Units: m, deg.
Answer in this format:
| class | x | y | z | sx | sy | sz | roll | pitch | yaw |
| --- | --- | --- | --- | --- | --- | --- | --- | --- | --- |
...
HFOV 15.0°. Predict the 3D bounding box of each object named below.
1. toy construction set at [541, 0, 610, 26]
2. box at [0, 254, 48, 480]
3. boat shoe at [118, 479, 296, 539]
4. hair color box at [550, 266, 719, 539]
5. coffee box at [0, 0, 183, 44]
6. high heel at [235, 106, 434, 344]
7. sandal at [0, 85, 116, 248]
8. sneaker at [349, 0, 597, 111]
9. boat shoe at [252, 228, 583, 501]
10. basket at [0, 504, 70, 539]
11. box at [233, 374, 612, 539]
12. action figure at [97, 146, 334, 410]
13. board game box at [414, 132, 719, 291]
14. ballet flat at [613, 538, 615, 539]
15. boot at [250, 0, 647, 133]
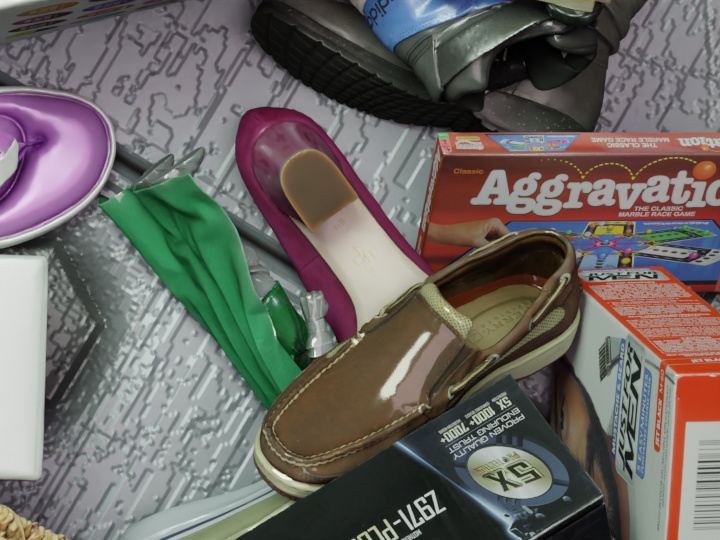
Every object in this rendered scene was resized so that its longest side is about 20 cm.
| class | x | y | z | sx | sy | sz | roll | pitch | yaw |
| --- | --- | --- | --- | --- | --- | --- | --- | --- | --- |
| toy construction set | 0.081 | -0.194 | 1.316 | 0.200 | 0.092 | 0.131 | 7 | 63 | 19 |
| box | -0.256 | 0.044 | 1.322 | 0.200 | 0.152 | 0.107 | 2 | 88 | -10 |
| boat shoe | -0.029 | 0.138 | 1.384 | 0.200 | 0.062 | 0.072 | -23 | 135 | 8 |
| hair color box | 0.150 | 0.075 | 1.365 | 0.064 | 0.200 | 0.111 | -1 | 104 | -10 |
| coffee box | -0.123 | -0.230 | 1.329 | 0.197 | 0.200 | 0.200 | -14 | 92 | -10 |
| high heel | 0.000 | 0.000 | 1.435 | 0.067 | 0.096 | 0.200 | -29 | 115 | -7 |
| sandal | -0.222 | -0.048 | 1.383 | 0.202 | 0.050 | 0.083 | -8 | 91 | -11 |
| sneaker | 0.100 | -0.153 | 1.382 | 0.200 | 0.077 | 0.111 | -30 | 75 | -19 |
| boat shoe | 0.029 | 0.037 | 1.342 | 0.075 | 0.075 | 0.202 | 39 | 54 | 24 |
| basket | -0.206 | 0.196 | 1.258 | 0.200 | 0.143 | 0.149 | 29 | 43 | -21 |
| box | 0.040 | 0.170 | 1.350 | 0.164 | 0.200 | 0.086 | -30 | 57 | -11 |
| action figure | -0.047 | 0.030 | 1.399 | 0.055 | 0.118 | 0.200 | -39 | 105 | -19 |
| board game box | 0.131 | -0.029 | 1.432 | 0.200 | 0.103 | 0.019 | -1 | 44 | -11 |
| ballet flat | 0.170 | 0.189 | 1.447 | 0.067 | 0.062 | 0.200 | -36 | 95 | -10 |
| boot | 0.049 | -0.140 | 1.439 | 0.200 | 0.068 | 0.131 | 21 | 75 | -12 |
